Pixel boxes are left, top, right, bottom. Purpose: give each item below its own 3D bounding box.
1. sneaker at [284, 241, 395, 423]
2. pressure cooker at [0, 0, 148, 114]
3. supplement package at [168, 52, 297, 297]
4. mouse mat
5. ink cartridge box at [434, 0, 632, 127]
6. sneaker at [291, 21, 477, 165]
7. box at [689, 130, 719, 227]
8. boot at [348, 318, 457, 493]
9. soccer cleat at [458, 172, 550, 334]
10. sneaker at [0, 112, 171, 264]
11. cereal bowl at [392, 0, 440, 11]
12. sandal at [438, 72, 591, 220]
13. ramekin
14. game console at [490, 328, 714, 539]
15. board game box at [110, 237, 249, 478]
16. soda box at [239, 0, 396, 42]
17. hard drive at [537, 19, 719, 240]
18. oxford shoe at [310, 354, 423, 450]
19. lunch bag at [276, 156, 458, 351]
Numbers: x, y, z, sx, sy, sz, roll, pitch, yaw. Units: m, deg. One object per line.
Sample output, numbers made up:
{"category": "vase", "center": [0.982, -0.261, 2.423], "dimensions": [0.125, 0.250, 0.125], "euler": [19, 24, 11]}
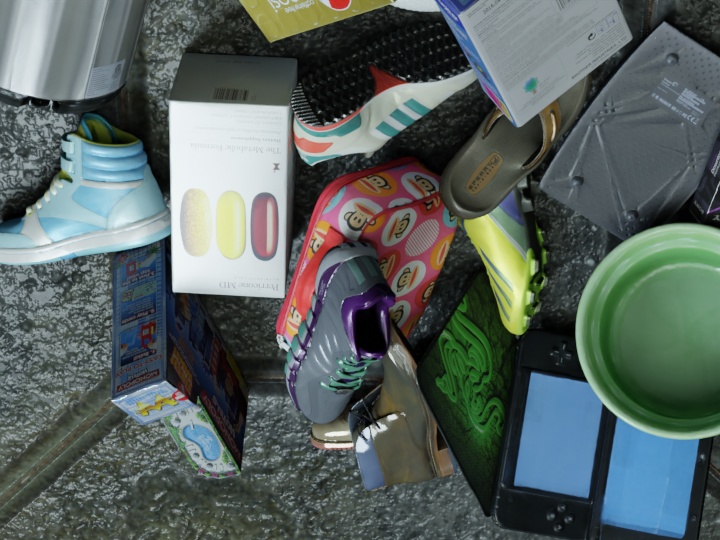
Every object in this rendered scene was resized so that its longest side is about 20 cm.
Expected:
{"category": "sneaker", "center": [-0.015, 0.075, 1.675], "dimensions": [0.074, 0.088, 0.201], "euler": [-8, 130, -25]}
{"category": "pressure cooker", "center": [-0.263, -0.259, 1.617], "dimensions": [0.178, 0.176, 0.201], "euler": [14, 123, -10]}
{"category": "supplement package", "center": [-0.117, -0.088, 1.745], "dimensions": [0.113, 0.110, 0.201], "euler": [2, 120, 2]}
{"category": "mouse mat", "center": [0.122, 0.121, 1.830], "dimensions": [0.007, 0.161, 0.201], "euler": [-2, 130, 37]}
{"category": "ink cartridge box", "center": [0.141, -0.238, 1.605], "dimensions": [0.136, 0.076, 0.200], "euler": [-38, 143, -1]}
{"category": "sneaker", "center": [0.022, -0.157, 1.709], "dimensions": [0.199, 0.070, 0.094], "euler": [-25, 153, -21]}
{"category": "box", "center": [0.402, -0.125, 1.722], "dimensions": [0.142, 0.036, 0.201], "euler": [3, 126, -20]}
{"category": "boot", "center": [0.025, 0.139, 1.806], "dimensions": [0.096, 0.075, 0.201], "euler": [-20, 125, 1]}
{"category": "soccer cleat", "center": [0.135, -0.030, 1.805], "dimensions": [0.083, 0.065, 0.201], "euler": [5, 123, 21]}
{"category": "sneaker", "center": [-0.281, -0.080, 1.784], "dimensions": [0.199, 0.080, 0.131], "euler": [-9, 105, 18]}
{"category": "cereal bowl", "center": [0.060, -0.314, 1.626], "dimensions": [0.199, 0.083, 0.201], "euler": [0, 119, 1]}
{"category": "sandal", "center": [0.143, -0.134, 1.705], "dimensions": [0.082, 0.055, 0.200], "euler": [39, 89, -4]}
{"category": "ramekin", "center": [0.307, 0.061, 1.760], "dimensions": [0.199, 0.098, 0.201], "euler": [-2, 82, 12]}
{"category": "game console", "center": [0.238, 0.167, 1.820], "dimensions": [0.175, 0.116, 0.201], "euler": [12, 83, -20]}
{"category": "board game box", "center": [-0.180, 0.102, 1.805], "dimensions": [0.061, 0.200, 0.201], "euler": [-21, 117, 13]}
{"category": "soda box", "center": [-0.027, -0.256, 1.606], "dimensions": [0.068, 0.064, 0.200], "euler": [54, 151, -19]}
{"category": "hard drive", "center": [0.270, -0.130, 1.746], "dimensions": [0.134, 0.042, 0.200], "euler": [30, 115, -14]}
{"category": "oxford shoe", "center": [0.037, 0.122, 1.888], "dimensions": [0.199, 0.071, 0.075], "euler": [-21, 114, 1]}
{"category": "lunch bag", "center": [0.000, 0.000, 1.754], "dimensions": [0.082, 0.176, 0.201], "euler": [37, 125, 26]}
